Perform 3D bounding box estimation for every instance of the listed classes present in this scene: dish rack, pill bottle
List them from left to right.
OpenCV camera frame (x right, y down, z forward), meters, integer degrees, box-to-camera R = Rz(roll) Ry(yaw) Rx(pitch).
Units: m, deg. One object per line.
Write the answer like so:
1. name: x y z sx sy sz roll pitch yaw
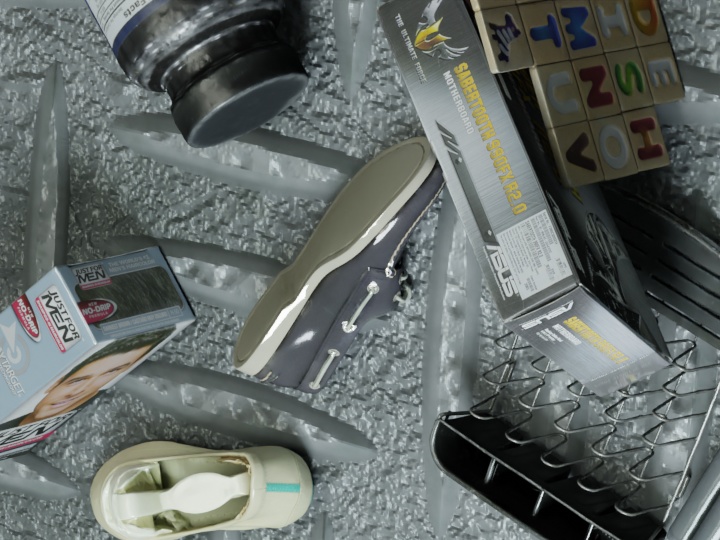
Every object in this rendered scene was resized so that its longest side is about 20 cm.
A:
1. pill bottle: -0.115 -0.181 1.568 0.112 0.112 0.200 -37 76 36
2. dish rack: 0.136 0.057 1.458 0.153 0.054 0.201 32 117 28

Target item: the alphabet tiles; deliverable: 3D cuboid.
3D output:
1. alphabet tiles: 0.110 -0.146 1.364 0.008 0.167 0.201 -17 88 39

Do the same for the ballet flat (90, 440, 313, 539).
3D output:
1. ballet flat: -0.121 0.145 1.666 0.199 0.069 0.070 -12 92 39

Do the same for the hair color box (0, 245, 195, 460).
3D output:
1. hair color box: -0.213 0.063 1.699 0.200 0.099 0.061 -38 75 36

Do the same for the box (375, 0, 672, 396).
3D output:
1. box: 0.090 -0.044 1.375 0.048 0.158 0.201 -28 64 15

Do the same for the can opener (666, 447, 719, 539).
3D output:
1. can opener: 0.203 0.155 1.432 0.053 0.066 0.201 -109 38 -58

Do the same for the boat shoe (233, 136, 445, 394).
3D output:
1. boat shoe: 0.000 0.000 1.563 0.063 0.073 0.200 30 120 -20
